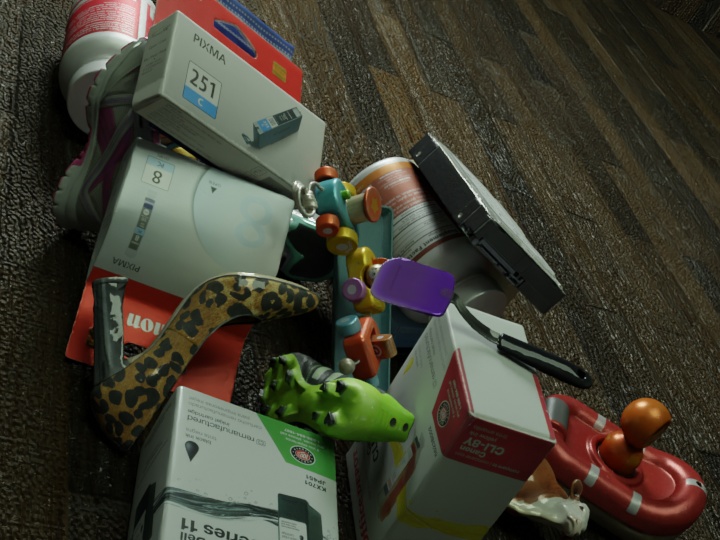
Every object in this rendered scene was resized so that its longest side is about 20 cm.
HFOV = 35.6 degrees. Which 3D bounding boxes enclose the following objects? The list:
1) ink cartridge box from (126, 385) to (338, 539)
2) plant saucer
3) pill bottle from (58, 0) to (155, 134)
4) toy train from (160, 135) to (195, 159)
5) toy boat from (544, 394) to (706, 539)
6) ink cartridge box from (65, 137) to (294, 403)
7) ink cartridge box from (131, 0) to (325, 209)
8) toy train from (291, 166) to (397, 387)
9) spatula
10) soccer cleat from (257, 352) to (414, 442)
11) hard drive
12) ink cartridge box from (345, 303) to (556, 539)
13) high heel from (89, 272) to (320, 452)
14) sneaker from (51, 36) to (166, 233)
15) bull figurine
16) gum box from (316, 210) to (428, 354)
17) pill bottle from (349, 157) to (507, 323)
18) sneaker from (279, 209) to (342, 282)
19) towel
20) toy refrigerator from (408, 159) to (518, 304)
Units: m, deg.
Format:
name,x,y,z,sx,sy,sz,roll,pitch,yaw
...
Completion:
name,x,y,z,sx,sy,sz,roll,pitch,yaw
ink cartridge box,-0.094,0.200,0.835,0.146,0.083,0.201,22,31,-19
plant saucer,-0.001,0.031,1.129,0.069,0.019,0.202,9,78,-35
pill bottle,-0.282,-0.236,1.269,0.111,0.113,0.201,20,32,-22
toy train,-0.161,-0.096,1.113,0.198,0.056,0.151,22,66,9
toy boat,0.277,0.188,1.170,0.199,0.131,0.131,32,30,-1
ink cartridge box,-0.157,0.003,0.997,0.159,0.047,0.202,21,66,-23
ink cartridge box,-0.113,-0.177,1.051,0.199,0.044,0.178,33,51,-41
toy train,0.000,0.000,1.036,0.150,0.055,0.202,-57,132,-71
spatula,0.103,0.046,0.914,0.199,0.021,0.057,30,43,-6
soccer cleat,-0.027,0.118,0.977,0.081,0.068,0.200,25,-7,-27
hard drive,0.131,-0.054,1.181,0.140,0.038,0.200,41,13,-32
ink cartridge box,0.068,0.151,0.951,0.083,0.201,0.146,18,32,-19
high heel,-0.127,0.077,0.943,0.198,0.071,0.144,-1,74,-15
sneaker,-0.215,-0.120,1.067,0.088,0.202,0.081,23,11,13
bull figurine,0.142,0.190,1.100,0.120,0.065,0.201,7,35,-29
gum box,0.051,0.011,1.298,0.169,0.045,0.201,4,40,-40
pill bottle,0.067,-0.018,1.200,0.112,0.113,0.200,-1,44,-45
sneaker,-0.104,-0.042,1.212,0.198,0.078,0.140,23,9,6
towel,-0.128,-0.183,1.083,0.144,0.024,0.202,35,50,-36
toy refrigerator,0.102,-0.039,1.312,0.200,0.070,0.076,44,22,15
